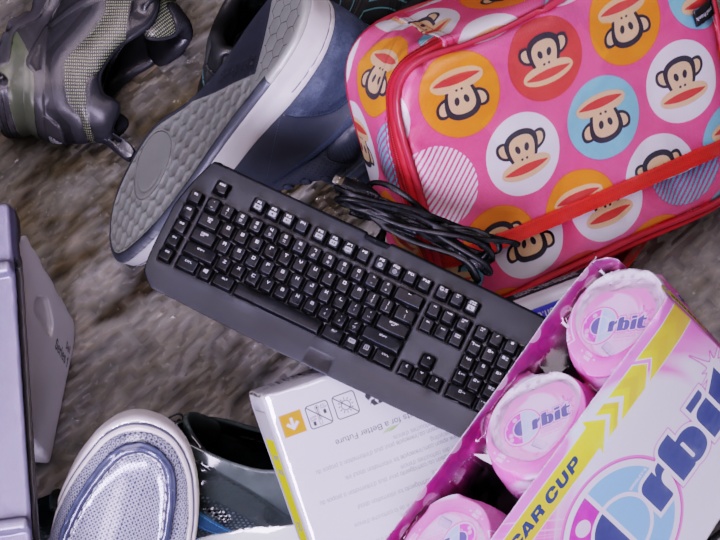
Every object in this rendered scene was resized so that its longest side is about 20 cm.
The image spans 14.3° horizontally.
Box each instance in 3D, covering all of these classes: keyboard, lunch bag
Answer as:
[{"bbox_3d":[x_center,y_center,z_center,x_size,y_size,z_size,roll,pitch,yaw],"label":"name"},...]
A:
[{"bbox_3d":[0.000,0.000,1.410,0.199,0.040,0.105,25,72,6],"label":"keyboard"},{"bbox_3d":[0.100,-0.068,1.501,0.199,0.177,0.082,-23,25,-17],"label":"lunch bag"}]

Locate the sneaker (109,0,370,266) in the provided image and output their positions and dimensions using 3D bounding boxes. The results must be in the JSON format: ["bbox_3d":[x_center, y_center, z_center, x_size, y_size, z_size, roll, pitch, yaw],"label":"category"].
[{"bbox_3d":[-0.033,-0.053,1.557,0.202,0.146,0.077,-44,39,32],"label":"sneaker"}]

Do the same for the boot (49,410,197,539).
[{"bbox_3d":[-0.129,0.173,1.410,0.072,0.090,0.201,15,102,-4],"label":"boot"}]

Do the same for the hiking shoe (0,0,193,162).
[{"bbox_3d":[-0.137,-0.159,1.626,0.100,0.076,0.201,15,78,5],"label":"hiking shoe"}]

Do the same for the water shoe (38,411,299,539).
[{"bbox_3d":[-0.098,0.108,1.485,0.199,0.079,0.072,-8,27,-3],"label":"water shoe"}]

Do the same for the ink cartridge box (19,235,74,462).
[{"bbox_3d":[-0.265,0.036,1.511,0.199,0.145,0.085,3,69,9],"label":"ink cartridge box"}]

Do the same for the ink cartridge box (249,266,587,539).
[{"bbox_3d":[0.068,0.122,1.450,0.197,0.047,0.201,-19,98,-12],"label":"ink cartridge box"}]

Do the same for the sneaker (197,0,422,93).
[{"bbox_3d":[-0.016,-0.162,1.600,0.075,0.079,0.200,33,73,21],"label":"sneaker"}]

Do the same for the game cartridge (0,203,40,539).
[{"bbox_3d":[-0.224,0.072,1.400,0.129,0.038,0.201,-7,71,1],"label":"game cartridge"}]

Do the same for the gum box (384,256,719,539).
[{"bbox_3d":[0.109,0.103,1.383,0.200,0.113,0.066,-53,37,-7],"label":"gum box"}]

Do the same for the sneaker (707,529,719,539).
[{"bbox_3d":[0.143,0.202,1.416,0.074,0.080,0.200,44,72,-22],"label":"sneaker"}]
